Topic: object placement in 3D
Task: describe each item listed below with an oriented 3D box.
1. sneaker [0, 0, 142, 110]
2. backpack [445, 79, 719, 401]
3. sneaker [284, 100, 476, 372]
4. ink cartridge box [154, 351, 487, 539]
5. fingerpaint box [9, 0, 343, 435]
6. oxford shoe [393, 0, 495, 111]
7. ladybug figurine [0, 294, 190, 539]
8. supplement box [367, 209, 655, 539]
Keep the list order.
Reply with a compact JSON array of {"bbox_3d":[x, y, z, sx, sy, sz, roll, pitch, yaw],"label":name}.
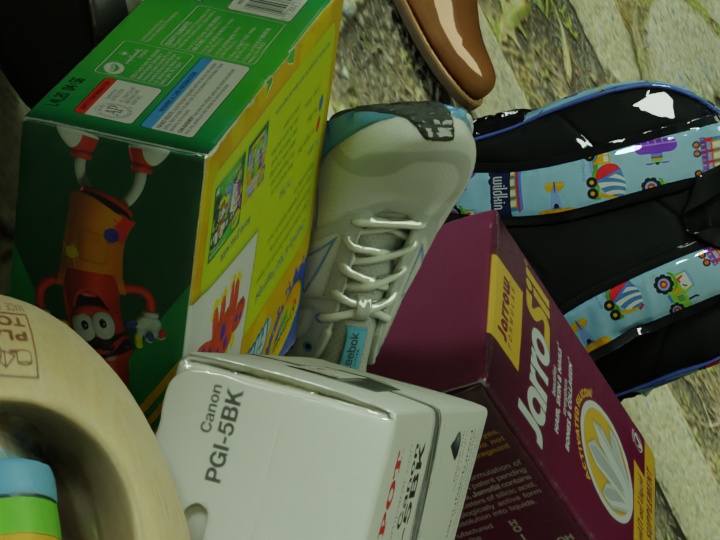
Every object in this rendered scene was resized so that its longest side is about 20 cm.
[{"bbox_3d":[-0.161,-0.140,0.996,0.106,0.075,0.200,-24,93,-57],"label":"sneaker"},{"bbox_3d":[0.141,-0.018,1.418,0.183,0.200,0.135,70,21,1],"label":"backpack"},{"bbox_3d":[0.000,0.000,1.097,0.075,0.200,0.087,5,59,-21],"label":"sneaker"},{"bbox_3d":[-0.022,0.111,0.948,0.200,0.083,0.147,10,95,-78],"label":"ink cartridge box"},{"bbox_3d":[-0.073,-0.011,0.971,0.200,0.073,0.167,-60,161,-62],"label":"fingerpaint box"},{"bbox_3d":[0.052,-0.198,1.539,0.071,0.071,0.200,-11,83,-70],"label":"oxford shoe"},{"bbox_3d":[-0.123,0.102,0.817,0.136,0.072,0.200,6,63,-29],"label":"ladybug figurine"},{"bbox_3d":[0.067,0.091,1.278,0.200,0.103,0.131,54,28,-34],"label":"supplement box"}]
